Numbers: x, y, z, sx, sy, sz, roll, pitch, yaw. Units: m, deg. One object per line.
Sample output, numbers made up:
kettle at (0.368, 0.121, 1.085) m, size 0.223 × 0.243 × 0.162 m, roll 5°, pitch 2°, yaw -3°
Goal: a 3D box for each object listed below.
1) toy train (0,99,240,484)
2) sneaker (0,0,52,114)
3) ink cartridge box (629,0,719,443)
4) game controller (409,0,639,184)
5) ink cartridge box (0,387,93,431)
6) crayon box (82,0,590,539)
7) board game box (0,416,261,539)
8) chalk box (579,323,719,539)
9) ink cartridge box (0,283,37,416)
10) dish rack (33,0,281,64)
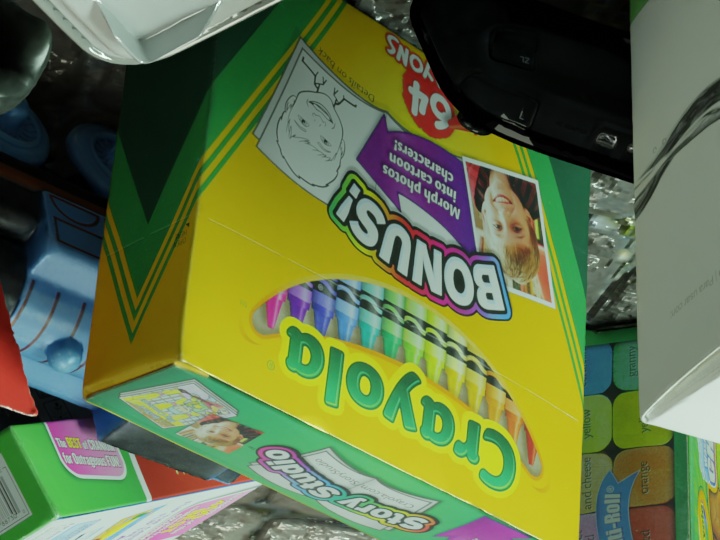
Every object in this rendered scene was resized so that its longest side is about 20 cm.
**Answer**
toy train at (-0.107, 0.003, 0.962) m, size 0.200 × 0.114 × 0.087 m, roll 25°, pitch 120°, yaw -34°
sneaker at (-0.142, -0.116, 0.676) m, size 0.087 × 0.074 × 0.200 m, roll 4°, pitch 131°, yaw 32°
ink cartridge box at (0.166, -0.034, 0.796) m, size 0.146 × 0.200 × 0.084 m, roll 17°, pitch 146°, yaw -20°
game controller at (0.112, -0.053, 0.876) m, size 0.200 × 0.104 × 0.042 m, roll 17°, pitch 108°, yaw -21°
ink cartridge box at (-0.166, 0.086, 1.071) m, size 0.173 × 0.044 × 0.200 m, roll -38°, pitch 167°, yaw 35°
crayon box at (0.000, 0.000, 0.902) m, size 0.058 × 0.173 × 0.200 m, roll -24°, pitch 140°, yaw 39°
board game box at (-0.143, 0.112, 1.025) m, size 0.153 × 0.040 × 0.200 m, roll -33°, pitch 169°, yaw 18°
chalk box at (0.105, 0.105, 1.120) m, size 0.124 × 0.125 × 0.200 m, roll -8°, pitch 149°, yaw 19°
ink cartridge box at (-0.172, -0.050, 0.780) m, size 0.050 × 0.161 × 0.200 m, roll -34°, pitch 148°, yaw 24°
dish rack at (-0.038, -0.139, 0.747) m, size 0.200 × 0.044 × 0.172 m, roll -26°, pitch 141°, yaw 14°
